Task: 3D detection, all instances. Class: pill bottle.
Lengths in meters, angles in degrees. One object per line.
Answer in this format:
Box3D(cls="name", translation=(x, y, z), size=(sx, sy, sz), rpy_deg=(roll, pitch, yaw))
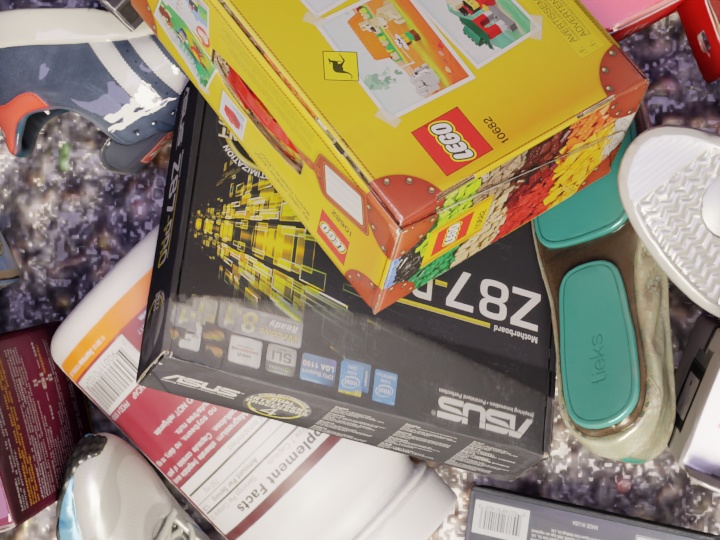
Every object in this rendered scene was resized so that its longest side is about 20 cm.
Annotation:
Box3D(cls="pill bottle", translation=(-0.050, 0.071, 1.068), size=(0.113, 0.113, 0.200), rpy_deg=(-44, 90, 4))

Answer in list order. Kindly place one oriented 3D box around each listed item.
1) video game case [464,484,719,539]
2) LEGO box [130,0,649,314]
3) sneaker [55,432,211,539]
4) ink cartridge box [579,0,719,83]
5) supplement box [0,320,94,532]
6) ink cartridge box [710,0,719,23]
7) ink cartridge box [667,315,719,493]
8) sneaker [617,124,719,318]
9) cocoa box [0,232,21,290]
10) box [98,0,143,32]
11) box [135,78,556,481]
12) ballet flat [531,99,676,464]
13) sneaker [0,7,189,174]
Box3D(cls="video game case", translation=(0.104, 0.219, 1.071), size=(0.142, 0.019, 0.202), rpy_deg=(8, 92, 36))
Box3D(cls="LEGO box", translation=(0.010, -0.105, 0.988), size=(0.148, 0.077, 0.200), rpy_deg=(-29, 69, -23))
Box3D(cls="sneaker", translation=(-0.080, 0.158, 1.058), size=(0.086, 0.075, 0.201), rpy_deg=(-8, 124, 27))
Box3D(cls="ink cartridge box", translation=(0.109, -0.173, 1.044), size=(0.067, 0.116, 0.201), rpy_deg=(-25, 90, 4))
Box3D(cls="supplement box", translation=(-0.204, 0.082, 1.034), size=(0.110, 0.200, 0.086), rpy_deg=(-14, 91, 5))
Box3D(cls="ink cartridge box", translation=(0.265, -0.146, 1.072), size=(0.173, 0.044, 0.201), rpy_deg=(-30, 90, 3))
Box3D(cls="ink cartridge box", translation=(0.209, 0.077, 1.006), size=(0.115, 0.200, 0.068), rpy_deg=(22, 94, 2))
Box3D(cls="sneaker", translation=(0.194, -0.011, 1.038), size=(0.200, 0.118, 0.074), rpy_deg=(32, 97, -17))
Box3D(cls="cocoa box", translation=(-0.280, -0.051, 1.068), size=(0.133, 0.131, 0.201), rpy_deg=(-27, 90, 4))
Box3D(cls="box", translation=(-0.096, -0.236, 1.064), size=(0.200, 0.036, 0.143), rpy_deg=(-46, 69, -4))
Box3D(cls="box", translation=(0.000, 0.000, 1.029), size=(0.199, 0.049, 0.162), rpy_deg=(16, 64, -18))
Box3D(cls="ballet flat", translation=(0.120, -0.001, 1.034), size=(0.067, 0.062, 0.201), rpy_deg=(-11, 64, 29))
Box3D(cls="sneaker", translation=(-0.093, -0.092, 1.086), size=(0.198, 0.075, 0.085), rpy_deg=(-2, 91, 14))
